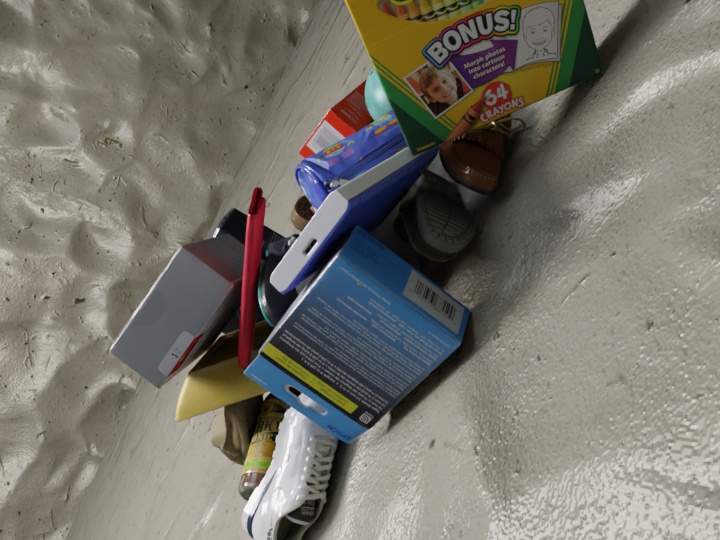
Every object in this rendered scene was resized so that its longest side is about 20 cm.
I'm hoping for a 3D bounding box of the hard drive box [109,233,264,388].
[{"bbox_3d":[-0.208,0.042,0.928,0.156,0.077,0.200,-53,0,9],"label":"hard drive box"}]

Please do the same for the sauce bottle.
[{"bbox_3d":[-0.108,0.207,0.972,0.065,0.065,0.201,-44,27,45],"label":"sauce bottle"}]

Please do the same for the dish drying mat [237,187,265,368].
[{"bbox_3d":[-0.125,0.011,0.842,0.077,0.018,0.201,-91,10,-61],"label":"dish drying mat"}]

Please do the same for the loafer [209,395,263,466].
[{"bbox_3d":[-0.173,0.219,1.014,0.200,0.067,0.076,96,-174,-50],"label":"loafer"}]

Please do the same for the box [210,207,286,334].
[{"bbox_3d":[-0.148,0.026,1.097,0.148,0.200,0.104,-55,9,19],"label":"box"}]

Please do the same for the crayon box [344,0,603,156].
[{"bbox_3d":[0.105,-0.230,0.694,0.199,0.173,0.058,-23,29,9],"label":"crayon box"}]

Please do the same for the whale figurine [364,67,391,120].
[{"bbox_3d":[0.077,-0.309,1.119,0.201,0.104,0.159,-64,18,-5],"label":"whale figurine"}]

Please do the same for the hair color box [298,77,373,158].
[{"bbox_3d":[-0.015,-0.257,1.263,0.111,0.064,0.200,-46,5,41],"label":"hair color box"}]

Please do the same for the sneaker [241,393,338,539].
[{"bbox_3d":[-0.060,0.226,0.827,0.080,0.076,0.201,15,83,60],"label":"sneaker"}]

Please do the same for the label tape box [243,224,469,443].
[{"bbox_3d":[-0.008,0.072,0.744,0.200,0.143,0.066,-49,8,37],"label":"label tape box"}]

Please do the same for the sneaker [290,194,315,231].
[{"bbox_3d":[-0.037,-0.077,1.083,0.200,0.067,0.090,-34,-23,-48],"label":"sneaker"}]

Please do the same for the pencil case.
[{"bbox_3d":[0.017,-0.138,0.881,0.200,0.078,0.087,-33,15,-12],"label":"pencil case"}]

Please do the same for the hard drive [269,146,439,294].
[{"bbox_3d":[-0.001,-0.061,0.751,0.132,0.025,0.200,-50,-7,37],"label":"hard drive"}]

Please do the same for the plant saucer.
[{"bbox_3d":[-0.135,0.108,0.966,0.199,0.049,0.200,-19,12,11],"label":"plant saucer"}]

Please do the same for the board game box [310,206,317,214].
[{"bbox_3d":[0.017,-0.144,1.029,0.200,0.019,0.103,-36,-6,-48],"label":"board game box"}]

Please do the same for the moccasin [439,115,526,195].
[{"bbox_3d":[0.135,-0.156,0.814,0.078,0.073,0.202,-58,8,40],"label":"moccasin"}]

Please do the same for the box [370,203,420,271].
[{"bbox_3d":[0.000,0.000,0.911,0.124,0.097,0.200,-51,22,32],"label":"box"}]

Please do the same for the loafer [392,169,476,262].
[{"bbox_3d":[0.079,-0.053,0.827,0.070,0.075,0.200,-61,8,23],"label":"loafer"}]

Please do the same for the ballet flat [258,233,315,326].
[{"bbox_3d":[-0.081,0.002,0.874,0.073,0.073,0.200,-58,14,15],"label":"ballet flat"}]
